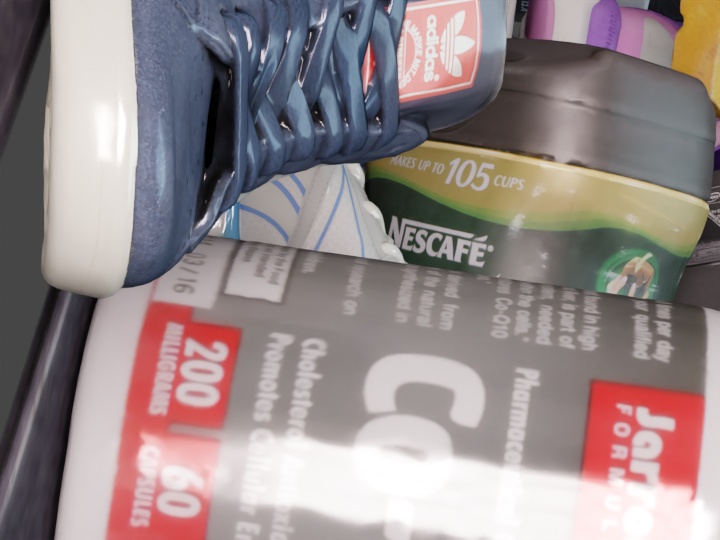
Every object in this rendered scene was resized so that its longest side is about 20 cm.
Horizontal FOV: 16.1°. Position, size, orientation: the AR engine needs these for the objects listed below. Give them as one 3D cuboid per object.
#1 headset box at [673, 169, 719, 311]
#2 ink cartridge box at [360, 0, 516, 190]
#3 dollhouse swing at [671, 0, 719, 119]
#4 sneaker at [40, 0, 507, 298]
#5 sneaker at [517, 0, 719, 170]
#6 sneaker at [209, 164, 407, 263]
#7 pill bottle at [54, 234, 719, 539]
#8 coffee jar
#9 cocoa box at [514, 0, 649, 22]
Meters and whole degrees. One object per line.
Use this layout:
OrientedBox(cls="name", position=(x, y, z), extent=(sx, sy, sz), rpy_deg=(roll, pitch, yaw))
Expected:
OrientedBox(cls="headset box", position=(0.141, 0.036, 0.858), extent=(0.200, 0.148, 0.078), rpy_deg=(39, 52, -42))
OrientedBox(cls="ink cartridge box", position=(0.000, 0.000, 0.887), extent=(0.146, 0.085, 0.201), rpy_deg=(12, 85, -88))
OrientedBox(cls="dollhouse swing", position=(0.128, -0.176, 0.826), extent=(0.182, 0.175, 0.201), rpy_deg=(45, -36, 38))
OrientedBox(cls="sneaker", position=(-0.013, -0.047, 0.518), extent=(0.200, 0.084, 0.075), rpy_deg=(-74, 172, -68))
OrientedBox(cls="sneaker", position=(0.092, -0.035, 0.928), extent=(0.200, 0.088, 0.081), rpy_deg=(100, -3, -67))
OrientedBox(cls="sneaker", position=(-0.010, 0.006, 0.717), extent=(0.075, 0.086, 0.201), rpy_deg=(82, 14, -71))
OrientedBox(cls="pill bottle", position=(0.035, 0.059, 0.602), extent=(0.114, 0.199, 0.114), rpy_deg=(8, 90, -87))
OrientedBox(cls="coffee jar", position=(0.040, 0.030, 0.760), extent=(0.104, 0.085, 0.201), rpy_deg=(10, -92, 50))
OrientedBox(cls="cocoa box", position=(0.049, -0.185, 0.886), extent=(0.200, 0.131, 0.134), rpy_deg=(87, 11, -72))
